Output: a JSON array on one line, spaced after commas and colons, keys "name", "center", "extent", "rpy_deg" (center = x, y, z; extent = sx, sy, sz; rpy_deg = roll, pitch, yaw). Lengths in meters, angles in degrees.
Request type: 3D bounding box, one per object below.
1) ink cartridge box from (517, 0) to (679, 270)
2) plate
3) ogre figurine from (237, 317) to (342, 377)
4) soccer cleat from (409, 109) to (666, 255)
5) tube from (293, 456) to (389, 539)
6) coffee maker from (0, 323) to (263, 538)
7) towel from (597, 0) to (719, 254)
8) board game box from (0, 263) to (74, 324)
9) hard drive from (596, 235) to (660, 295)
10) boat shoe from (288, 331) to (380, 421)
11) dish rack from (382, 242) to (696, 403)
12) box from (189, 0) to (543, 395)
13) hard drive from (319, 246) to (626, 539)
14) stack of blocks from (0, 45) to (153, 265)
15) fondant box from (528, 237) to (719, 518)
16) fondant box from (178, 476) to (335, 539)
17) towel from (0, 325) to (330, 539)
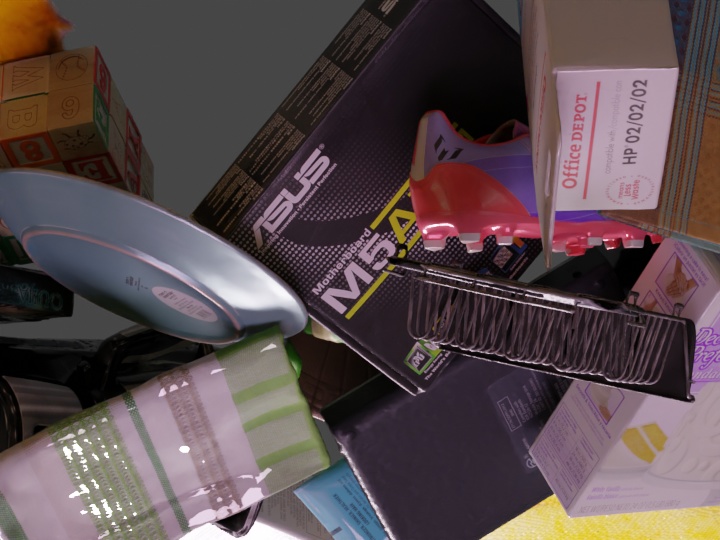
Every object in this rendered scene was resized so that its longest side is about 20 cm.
[{"name": "ink cartridge box", "center": [0.124, -0.111, 1.378], "extent": [0.067, 0.201, 0.115], "rpy_deg": [-1, 143, -1]}, {"name": "plate", "center": [-0.125, 0.000, 1.482], "extent": [0.199, 0.026, 0.200], "rpy_deg": [21, 162, 7]}, {"name": "ogre figurine", "center": [0.000, 0.000, 1.606], "extent": [0.199, 0.099, 0.120], "rpy_deg": [-6, 155, 23]}, {"name": "soccer cleat", "center": [0.107, -0.049, 1.482], "extent": [0.199, 0.077, 0.066], "rpy_deg": [0, 175, -42]}, {"name": "tube", "center": [0.057, 0.106, 1.677], "extent": [0.200, 0.050, 0.078], "rpy_deg": [-41, 91, 0]}, {"name": "coffee maker", "center": [-0.184, 0.106, 1.626], "extent": [0.199, 0.136, 0.192], "rpy_deg": [3, 166, -37]}, {"name": "towel", "center": [0.236, -0.074, 1.495], "extent": [0.199, 0.148, 0.022], "rpy_deg": [15, 171, -19]}, {"name": "board game box", "center": [-0.289, 0.015, 1.580], "extent": [0.199, 0.028, 0.135], "rpy_deg": [-6, 168, 38]}, {"name": "hard drive", "center": [0.223, -0.033, 1.616], "extent": [0.134, 0.043, 0.200], "rpy_deg": [9, 141, -14]}, {"name": "boat shoe", "center": [0.022, 0.074, 1.724], "extent": [0.199, 0.074, 0.065], "rpy_deg": [13, 173, -11]}, {"name": "dish rack", "center": [0.097, 0.028, 1.423], "extent": [0.152, 0.055, 0.200], "rpy_deg": [10, 179, 18]}, {"name": "box", "center": [0.032, -0.053, 1.497], "extent": [0.200, 0.047, 0.193], "rpy_deg": [-50, 133, 1]}, {"name": "hard drive", "center": [0.088, 0.090, 1.633], "extent": [0.199, 0.033, 0.140], "rpy_deg": [-31, 126, -5]}, {"name": "stack of blocks", "center": [-0.232, -0.056, 1.548], "extent": [0.199, 0.059, 0.115], "rpy_deg": [-10, 142, 9]}, {"name": "fondant box", "center": [0.210, 0.060, 1.579], "extent": [0.144, 0.058, 0.201], "rpy_deg": [-1, 134, -35]}, {"name": "fondant box", "center": [-0.064, 0.208, 1.893], "extent": [0.199, 0.059, 0.144], "rpy_deg": [27, 134, -31]}, {"name": "towel", "center": [-0.119, 0.118, 1.507], "extent": [0.199, 0.031, 0.150], "rpy_deg": [-25, 146, -5]}]
